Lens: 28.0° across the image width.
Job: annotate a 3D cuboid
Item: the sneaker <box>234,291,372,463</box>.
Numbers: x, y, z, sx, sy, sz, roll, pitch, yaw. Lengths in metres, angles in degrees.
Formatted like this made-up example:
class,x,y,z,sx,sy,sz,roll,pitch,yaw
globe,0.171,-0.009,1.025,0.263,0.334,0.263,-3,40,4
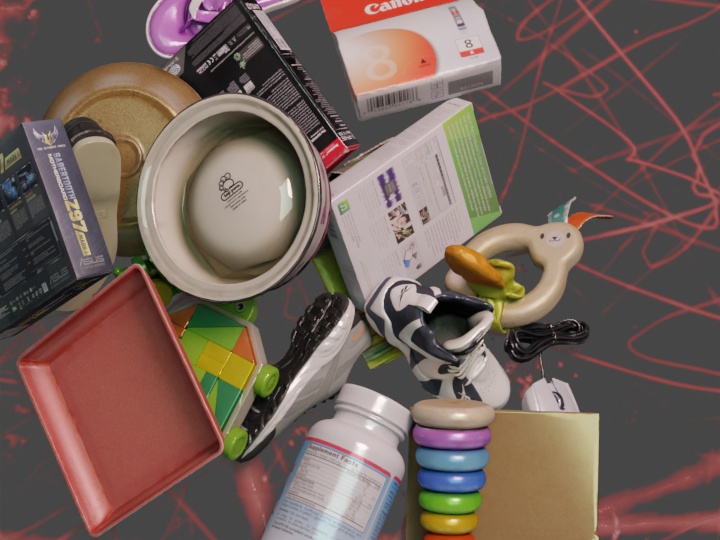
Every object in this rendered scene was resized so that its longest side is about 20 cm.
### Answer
class,x,y,z,sx,sy,sz,roll,pitch,yaw
sneaker,-0.060,0.121,1.484,0.201,0.074,0.079,-49,125,-5

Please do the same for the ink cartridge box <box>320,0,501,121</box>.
class,x,y,z,sx,sy,sz,roll,pitch,yaw
ink cartridge box,0.049,-0.264,1.544,0.160,0.050,0.202,-15,59,-4

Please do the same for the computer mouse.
class,x,y,z,sx,sy,sz,roll,pitch,yaw
computer mouse,0.209,0.152,1.526,0.109,0.044,0.203,-1,81,-36

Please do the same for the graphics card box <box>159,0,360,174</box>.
class,x,y,z,sx,sy,sz,roll,pitch,yaw
graphics card box,-0.107,-0.170,1.514,0.125,0.051,0.201,-39,86,21

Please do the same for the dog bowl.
class,x,y,z,sx,sy,sz,roll,pitch,yaw
dog bowl,-0.116,-0.067,1.413,0.197,0.074,0.203,-2,85,22

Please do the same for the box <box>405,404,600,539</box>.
class,x,y,z,sx,sy,sz,roll,pitch,yaw
box,0.146,0.224,1.484,0.197,0.021,0.166,1,85,9

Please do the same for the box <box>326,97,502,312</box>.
class,x,y,z,sx,sy,sz,roll,pitch,yaw
box,0.053,-0.069,1.506,0.199,0.036,0.146,-35,126,-22

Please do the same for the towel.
class,x,y,z,sx,sy,sz,roll,pitch,yaw
towel,0.000,0.000,1.546,0.085,0.018,0.202,-27,84,-15

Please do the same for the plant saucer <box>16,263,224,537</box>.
class,x,y,z,sx,sy,sz,roll,pitch,yaw
plant saucer,-0.228,0.127,1.406,0.199,0.037,0.201,-35,74,28

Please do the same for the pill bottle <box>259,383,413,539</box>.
class,x,y,z,sx,sy,sz,roll,pitch,yaw
pill bottle,-0.021,0.222,1.449,0.108,0.109,0.202,26,75,-4

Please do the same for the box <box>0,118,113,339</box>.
class,x,y,z,sx,sy,sz,roll,pitch,yaw
box,-0.333,-0.035,1.405,0.051,0.199,0.160,-15,80,-47

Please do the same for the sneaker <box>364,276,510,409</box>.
class,x,y,z,sx,sy,sz,roll,pitch,yaw
sneaker,0.105,0.082,1.466,0.080,0.129,0.200,-48,113,-18

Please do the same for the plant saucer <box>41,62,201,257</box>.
class,x,y,z,sx,sy,sz,roll,pitch,yaw
plant saucer,-0.242,-0.116,1.490,0.197,0.035,0.203,0,90,0

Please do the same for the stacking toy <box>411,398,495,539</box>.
class,x,y,z,sx,sy,sz,roll,pitch,yaw
stacking toy,0.091,0.233,1.447,0.084,0.085,0.203,1,93,-10

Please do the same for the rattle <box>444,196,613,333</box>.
class,x,y,z,sx,sy,sz,roll,pitch,yaw
rattle,0.174,-0.043,1.517,0.199,0.130,0.144,-36,125,-8

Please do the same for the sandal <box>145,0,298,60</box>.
class,x,y,z,sx,sy,sz,roll,pitch,yaw
sandal,-0.144,-0.299,1.564,0.201,0.050,0.083,-31,85,-14

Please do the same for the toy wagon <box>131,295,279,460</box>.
class,x,y,z,sx,sy,sz,roll,pitch,yaw
toy wagon,-0.158,0.091,1.451,0.154,0.040,0.202,24,81,21

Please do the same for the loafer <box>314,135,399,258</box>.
class,x,y,z,sx,sy,sz,roll,pitch,yaw
loafer,0.001,-0.078,1.517,0.199,0.070,0.076,-37,86,-12

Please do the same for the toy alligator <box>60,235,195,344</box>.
class,x,y,z,sx,sy,sz,roll,pitch,yaw
toy alligator,-0.224,0.008,1.472,0.198,0.059,0.055,-27,121,-14

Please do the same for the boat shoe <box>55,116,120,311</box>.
class,x,y,z,sx,sy,sz,roll,pitch,yaw
boat shoe,-0.282,-0.054,1.445,0.073,0.063,0.204,-1,122,-28
